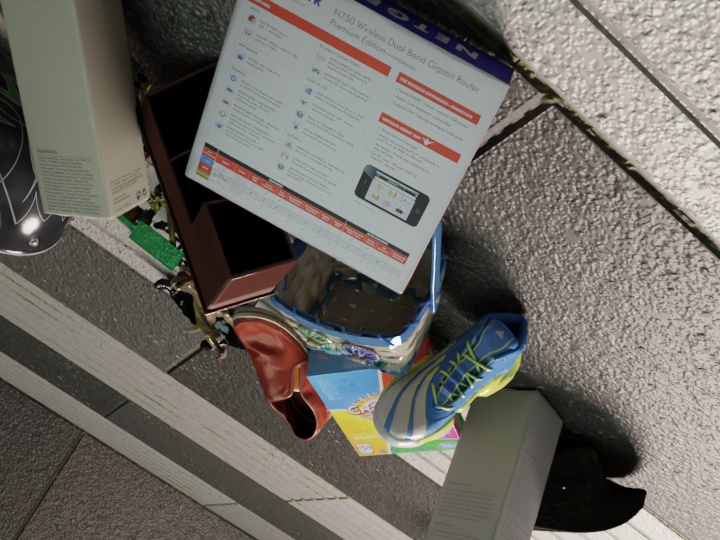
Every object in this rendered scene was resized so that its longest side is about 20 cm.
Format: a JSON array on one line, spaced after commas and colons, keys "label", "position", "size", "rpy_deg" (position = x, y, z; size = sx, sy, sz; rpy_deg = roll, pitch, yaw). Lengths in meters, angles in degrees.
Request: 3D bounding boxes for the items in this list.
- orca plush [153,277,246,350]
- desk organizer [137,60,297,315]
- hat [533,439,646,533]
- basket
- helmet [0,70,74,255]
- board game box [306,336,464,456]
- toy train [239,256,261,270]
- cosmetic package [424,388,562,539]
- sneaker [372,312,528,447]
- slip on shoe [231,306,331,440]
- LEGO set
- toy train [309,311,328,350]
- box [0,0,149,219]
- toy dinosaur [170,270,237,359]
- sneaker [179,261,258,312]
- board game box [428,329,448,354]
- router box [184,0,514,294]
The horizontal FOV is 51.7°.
[{"label": "orca plush", "position": [-0.219, 0.077, 1.084], "size": [0.197, 0.072, 0.105], "rpy_deg": [31, 151, -3]}, {"label": "desk organizer", "position": [-0.128, -0.076, 0.653], "size": [0.077, 0.070, 0.204], "rpy_deg": [-40, 69, 56]}, {"label": "hat", "position": [0.251, 0.259, 0.931], "size": [0.195, 0.083, 0.201], "rpy_deg": [-11, 178, 0]}, {"label": "basket", "position": [0.000, 0.000, 0.699], "size": [0.172, 0.140, 0.203], "rpy_deg": [14, 139, 24]}, {"label": "helmet", "position": [-0.400, -0.116, 0.816], "size": [0.186, 0.203, 0.201], "rpy_deg": [-4, 139, 31]}, {"label": "board game box", "position": [0.037, 0.161, 0.924], "size": [0.149, 0.041, 0.202], "rpy_deg": [-9, 137, 18]}, {"label": "toy train", "position": [-0.139, 0.010, 0.776], "size": [0.033, 0.047, 0.199], "rpy_deg": [3, 178, -24]}, {"label": "cosmetic package", "position": [0.160, 0.246, 0.879], "size": [0.100, 0.203, 0.074], "rpy_deg": [-7, 137, 47]}, {"label": "sneaker", "position": [0.096, 0.094, 0.740], "size": [0.076, 0.198, 0.106], "rpy_deg": [44, 140, 23]}, {"label": "slip on shoe", "position": [-0.094, 0.125, 0.898], "size": [0.072, 0.062, 0.203], "rpy_deg": [-11, 123, 26]}, {"label": "LEGO set", "position": [-0.203, -0.110, 0.776], "size": [0.197, 0.117, 0.155], "rpy_deg": [32, 123, -9]}, {"label": "toy train", "position": [-0.033, 0.118, 0.965], "size": [0.114, 0.086, 0.201], "rpy_deg": [32, 141, -3]}, {"label": "box", "position": [-0.245, -0.153, 0.648], "size": [0.080, 0.068, 0.205], "rpy_deg": [7, 114, 17]}, {"label": "toy dinosaur", "position": [-0.193, 0.056, 0.948], "size": [0.101, 0.058, 0.201], "rpy_deg": [46, 160, 14]}, {"label": "sneaker", "position": [-0.165, -0.004, 0.903], "size": [0.110, 0.079, 0.200], "rpy_deg": [31, 151, -7]}, {"label": "board game box", "position": [0.062, 0.125, 0.963], "size": [0.104, 0.024, 0.200], "rpy_deg": [37, 150, -9]}, {"label": "router box", "position": [-0.014, -0.107, 0.550], "size": [0.197, 0.049, 0.182], "rpy_deg": [29, 120, 1]}]
